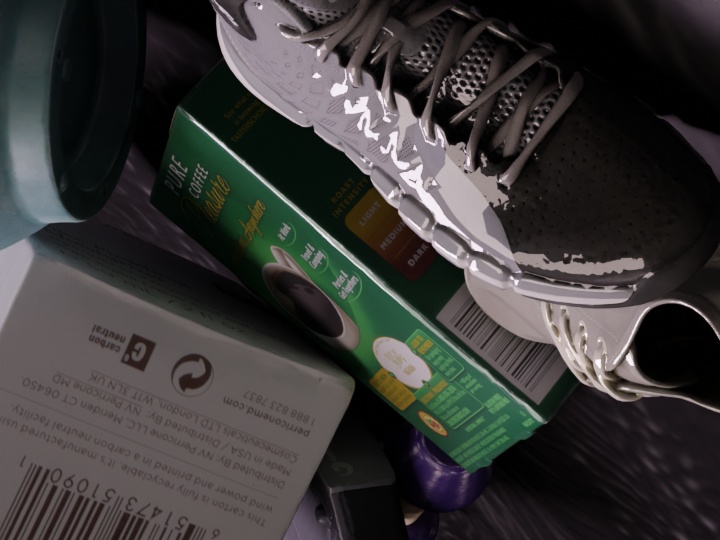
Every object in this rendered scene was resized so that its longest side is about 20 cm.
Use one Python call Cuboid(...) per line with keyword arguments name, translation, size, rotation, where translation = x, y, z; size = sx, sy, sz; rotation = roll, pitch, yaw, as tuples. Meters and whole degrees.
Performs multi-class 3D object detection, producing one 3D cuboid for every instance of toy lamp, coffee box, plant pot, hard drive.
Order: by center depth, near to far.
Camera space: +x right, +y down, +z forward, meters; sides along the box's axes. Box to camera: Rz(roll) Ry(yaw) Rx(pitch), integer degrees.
Cuboid(name="plant pot", translation=(-0.166, -0.086, 0.697), size=(0.134, 0.201, 0.201), rotation=(9, 152, 10))
Cuboid(name="coffee box", translation=(0.000, 0.000, 0.746), size=(0.200, 0.044, 0.123), rotation=(40, 160, 3))
Cuboid(name="toy lamp", translation=(0.031, 0.110, 0.896), size=(0.058, 0.058, 0.200), rotation=(39, 159, 7))
Cuboid(name="hard drive", translation=(-0.018, 0.116, 0.896), size=(0.200, 0.042, 0.135), rotation=(-136, 30, -64))

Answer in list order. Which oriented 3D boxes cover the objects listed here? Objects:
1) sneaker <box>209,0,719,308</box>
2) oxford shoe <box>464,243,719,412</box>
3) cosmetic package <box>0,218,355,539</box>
Cuboid(name="sneaker", translation=(0.014, -0.063, 0.519), size=(0.200, 0.075, 0.116), rotation=(31, 172, 28))
Cuboid(name="oxford shoe", translation=(0.092, 0.016, 0.597), size=(0.075, 0.058, 0.200), rotation=(48, 161, -24))
Cuboid(name="cosmetic package", translation=(-0.133, 0.072, 0.829), size=(0.164, 0.165, 0.200), rotation=(25, -176, -24))
